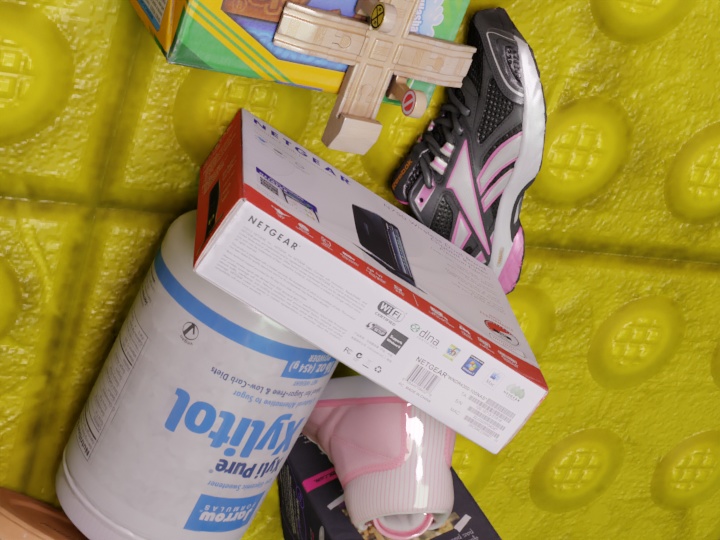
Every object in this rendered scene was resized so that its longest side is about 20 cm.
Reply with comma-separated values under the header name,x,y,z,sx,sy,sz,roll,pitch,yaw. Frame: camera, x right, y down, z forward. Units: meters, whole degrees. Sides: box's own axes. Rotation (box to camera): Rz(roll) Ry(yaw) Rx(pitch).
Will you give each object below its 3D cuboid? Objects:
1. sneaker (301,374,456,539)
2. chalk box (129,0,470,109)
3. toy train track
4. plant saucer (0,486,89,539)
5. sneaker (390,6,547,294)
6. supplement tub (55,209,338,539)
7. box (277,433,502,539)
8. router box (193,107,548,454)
name,x,y,z,sx,sy,sz,roll,pitch,yaw
sneaker,0.003,0.121,0.914,0.075,0.200,0.105,-1,84,-23
chalk box,-0.012,-0.173,0.761,0.200,0.125,0.124,8,117,-29
toy train track,0.029,-0.145,0.699,0.115,0.033,0.200,8,116,-30
plant saucer,-0.176,0.183,0.882,0.200,0.200,0.032,34,79,-38
sneaker,0.064,-0.067,0.905,0.086,0.080,0.200,-3,118,-12
supplement tub,-0.096,0.075,0.883,0.132,0.132,0.200,14,114,-33
box,0.023,0.198,0.981,0.106,0.200,0.122,-16,128,-16
router box,0.000,0.000,0.811,0.200,0.180,0.049,32,106,-16
